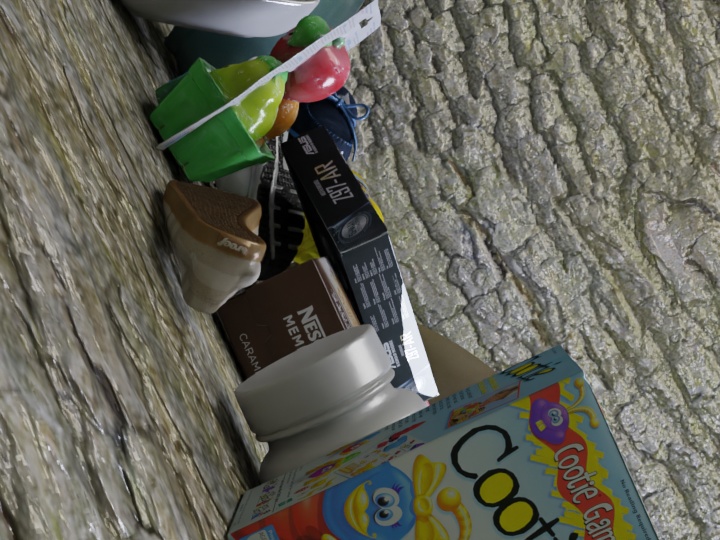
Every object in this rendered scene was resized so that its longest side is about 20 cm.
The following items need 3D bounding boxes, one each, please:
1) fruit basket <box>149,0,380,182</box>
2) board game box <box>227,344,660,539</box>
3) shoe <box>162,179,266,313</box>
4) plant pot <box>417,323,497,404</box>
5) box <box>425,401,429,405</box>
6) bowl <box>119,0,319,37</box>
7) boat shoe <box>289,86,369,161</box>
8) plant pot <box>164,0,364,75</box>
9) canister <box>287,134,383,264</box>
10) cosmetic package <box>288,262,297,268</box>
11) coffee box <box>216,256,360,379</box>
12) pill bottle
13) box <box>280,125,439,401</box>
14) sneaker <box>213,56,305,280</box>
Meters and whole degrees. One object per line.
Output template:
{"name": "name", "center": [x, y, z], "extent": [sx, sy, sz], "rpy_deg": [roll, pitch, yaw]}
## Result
{"name": "fruit basket", "center": [-0.070, -0.154, 1.172], "extent": [0.094, 0.200, 0.185], "rpy_deg": [50, 4, -1]}
{"name": "board game box", "center": [0.044, 0.133, 0.790], "extent": [0.105, 0.199, 0.104], "rpy_deg": [-74, 138, -85]}
{"name": "shoe", "center": [-0.102, -0.020, 0.979], "extent": [0.200, 0.069, 0.054], "rpy_deg": [-120, -133, -75]}
{"name": "plant pot", "center": [0.107, 0.175, 2.157], "extent": [0.200, 0.187, 0.188], "rpy_deg": [50, -7, 35]}
{"name": "box", "center": [0.029, 0.168, 1.306], "extent": [0.200, 0.094, 0.103], "rpy_deg": [-111, 176, -52]}
{"name": "bowl", "center": [-0.148, -0.286, 1.321], "extent": [0.075, 0.199, 0.200], "rpy_deg": [-57, -140, 39]}
{"name": "boat shoe", "center": [-0.041, -0.164, 1.490], "extent": [0.084, 0.069, 0.200], "rpy_deg": [35, 11, -24]}
{"name": "plant pot", "center": [-0.108, -0.230, 1.457], "extent": [0.134, 0.201, 0.200], "rpy_deg": [38, 7, -9]}
{"name": "canister", "center": [-0.054, -0.071, 1.465], "extent": [0.148, 0.087, 0.200], "rpy_deg": [30, 9, -9]}
{"name": "cosmetic package", "center": [-0.018, 0.038, 1.482], "extent": [0.200, 0.105, 0.071], "rpy_deg": [-102, 168, -70]}
{"name": "coffee box", "center": [-0.040, 0.057, 1.107], "extent": [0.200, 0.079, 0.115], "rpy_deg": [-42, 107, -87]}
{"name": "pill bottle", "center": [0.007, 0.143, 0.904], "extent": [0.113, 0.113, 0.201], "rpy_deg": [-88, 153, -84]}
{"name": "box", "center": [0.000, 0.000, 1.256], "extent": [0.161, 0.043, 0.201], "rpy_deg": [-119, -172, -46]}
{"name": "sneaker", "center": [-0.101, -0.084, 1.305], "extent": [0.074, 0.080, 0.201], "rpy_deg": [25, 55, -56]}
